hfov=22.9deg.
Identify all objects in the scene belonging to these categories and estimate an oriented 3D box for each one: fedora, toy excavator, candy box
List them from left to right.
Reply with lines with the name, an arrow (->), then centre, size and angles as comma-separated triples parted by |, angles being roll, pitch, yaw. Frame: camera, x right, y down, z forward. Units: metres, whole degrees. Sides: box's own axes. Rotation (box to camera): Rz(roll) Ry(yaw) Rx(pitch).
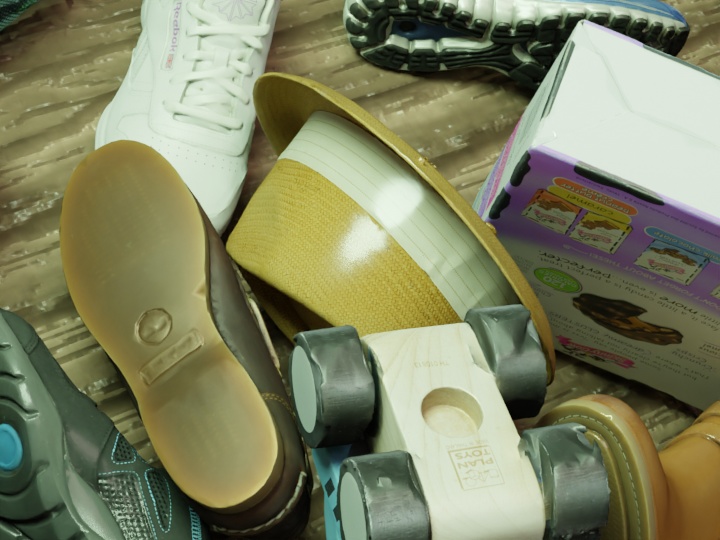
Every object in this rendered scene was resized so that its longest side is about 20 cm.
fedora -> 0.000, 0.000, 0.823 | 0.082, 0.201, 0.201 | -43, 82, -12
toy excavator -> 0.034, 0.141, 0.739 | 0.100, 0.200, 0.195 | -8, 50, -16
candy box -> 0.142, -0.015, 0.848 | 0.167, 0.200, 0.072 | 22, 67, -2

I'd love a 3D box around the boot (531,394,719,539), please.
boot -> 0.150, 0.098, 0.813 | 0.077, 0.200, 0.155 | 18, 48, 42

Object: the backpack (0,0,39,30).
backpack -> -0.208, -0.213, 0.871 | 0.177, 0.151, 0.200 | 41, 48, 8

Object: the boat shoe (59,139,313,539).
boat shoe -> -0.077, 0.033, 0.794 | 0.070, 0.070, 0.200 | -27, 60, 7

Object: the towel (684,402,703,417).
towel -> 0.187, -0.008, 0.990 | 0.143, 0.023, 0.200 | -33, 77, -34

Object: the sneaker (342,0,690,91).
sneaker -> 0.091, -0.156, 1.001 | 0.199, 0.079, 0.089 | 10, 55, -12

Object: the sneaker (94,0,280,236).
sneaker -> -0.082, -0.105, 0.884 | 0.075, 0.100, 0.201 | 13, 57, -17

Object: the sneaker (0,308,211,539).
sneaker -> -0.118, 0.101, 0.771 | 0.082, 0.073, 0.200 | -12, 66, -53
